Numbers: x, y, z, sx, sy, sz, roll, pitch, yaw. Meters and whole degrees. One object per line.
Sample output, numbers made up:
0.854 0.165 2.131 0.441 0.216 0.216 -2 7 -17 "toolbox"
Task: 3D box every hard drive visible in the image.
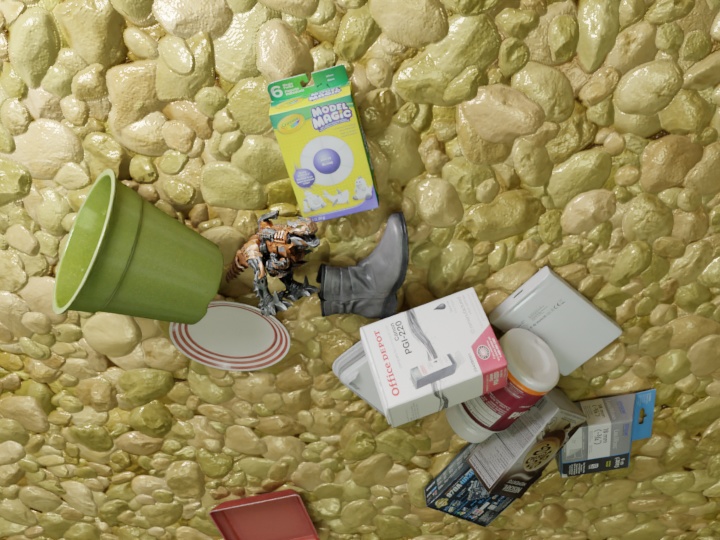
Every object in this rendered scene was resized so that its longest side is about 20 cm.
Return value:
0.330 0.090 1.142 0.198 0.027 0.132 34 118 -24 "hard drive"

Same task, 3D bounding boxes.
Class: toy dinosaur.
-0.127 -0.014 1.002 0.101 0.199 0.138 -26 96 -30 "toy dinosaur"

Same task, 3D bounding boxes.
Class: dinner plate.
-0.211 0.104 1.101 0.195 0.025 0.202 2 142 1 "dinner plate"

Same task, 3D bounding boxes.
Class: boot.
0.000 0.000 1.028 0.128 0.070 0.204 4 125 -8 "boot"

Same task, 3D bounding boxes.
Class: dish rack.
0.066 0.190 1.190 0.171 0.044 0.199 -37 121 21 "dish rack"

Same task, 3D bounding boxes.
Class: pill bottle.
0.234 0.201 1.144 0.112 0.116 0.201 20 132 -17 "pill bottle"

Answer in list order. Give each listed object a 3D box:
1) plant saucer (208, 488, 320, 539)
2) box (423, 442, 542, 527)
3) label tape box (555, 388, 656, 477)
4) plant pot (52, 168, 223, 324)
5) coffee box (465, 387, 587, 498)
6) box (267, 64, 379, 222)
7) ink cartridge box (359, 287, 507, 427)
-0.196 0.538 1.433 0.195 0.037 0.203 -13 126 5 "plant saucer"
0.247 0.431 1.375 0.156 0.046 0.201 23 122 -19 "box"
0.473 0.313 1.291 0.195 0.064 0.147 -10 127 5 "label tape box"
-0.301 -0.010 0.950 0.188 0.203 0.200 23 123 -35 "plant pot"
0.298 0.306 1.218 0.112 0.080 0.202 22 109 -42 "coffee box"
-0.049 -0.168 0.918 0.114 0.049 0.203 -12 125 6 "box"
0.112 0.134 1.051 0.196 0.148 0.085 -20 147 -1 "ink cartridge box"
